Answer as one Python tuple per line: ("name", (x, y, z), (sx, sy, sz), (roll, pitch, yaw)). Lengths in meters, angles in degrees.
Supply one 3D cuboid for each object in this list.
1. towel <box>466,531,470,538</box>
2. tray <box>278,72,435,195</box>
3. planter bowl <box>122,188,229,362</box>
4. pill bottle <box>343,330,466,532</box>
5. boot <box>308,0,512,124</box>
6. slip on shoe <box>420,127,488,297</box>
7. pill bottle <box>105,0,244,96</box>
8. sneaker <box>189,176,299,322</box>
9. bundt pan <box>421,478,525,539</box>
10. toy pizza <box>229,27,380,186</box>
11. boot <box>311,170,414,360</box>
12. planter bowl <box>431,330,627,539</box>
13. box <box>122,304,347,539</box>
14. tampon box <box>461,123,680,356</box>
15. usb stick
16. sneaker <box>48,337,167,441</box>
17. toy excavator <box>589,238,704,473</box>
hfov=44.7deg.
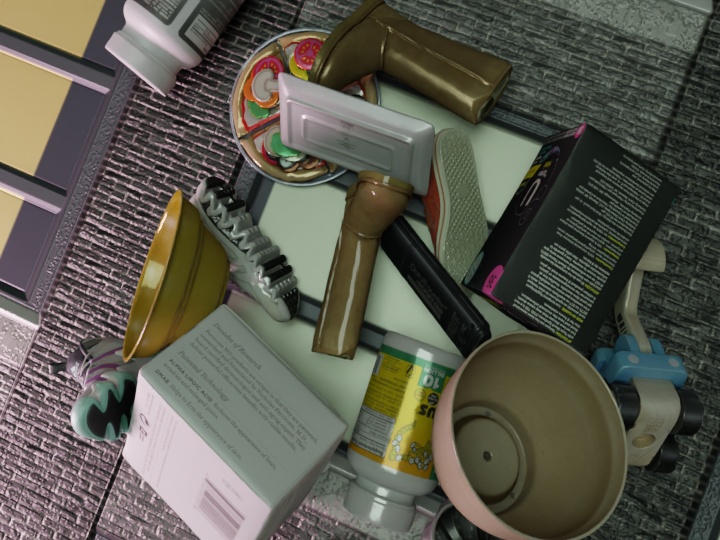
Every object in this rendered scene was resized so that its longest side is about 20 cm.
("towel", (0.068, 0.416, 0.980), (0.196, 0.032, 0.195), (-18, 81, -12))
("tray", (-0.011, -0.151, 1.007), (0.196, 0.109, 0.022), (22, 50, 15))
("planter bowl", (-0.202, 0.018, 1.004), (0.082, 0.200, 0.205), (19, 87, -19))
("pill bottle", (0.049, 0.182, 0.994), (0.110, 0.113, 0.204), (18, 86, 10))
("boot", (0.058, -0.230, 1.031), (0.197, 0.067, 0.176), (31, 64, 11))
("slip on shoe", (0.107, -0.064, 1.042), (0.073, 0.061, 0.206), (-9, 94, -28))
("pill bottle", (-0.222, -0.329, 1.091), (0.115, 0.116, 0.202), (37, 90, 11))
("sneaker", (-0.148, -0.015, 1.075), (0.081, 0.075, 0.202), (-39, 80, 22))
("bundt pan", (0.142, 0.330, 0.949), (0.197, 0.076, 0.207), (9, 66, -21))
("toy pizza", (-0.072, -0.208, 1.096), (0.195, 0.032, 0.206), (-1, 84, 9))
("boot", (0.000, 0.000, 1.000), (0.065, 0.175, 0.205), (14, 83, -8))
("planter bowl", (0.152, 0.180, 0.893), (0.195, 0.135, 0.205), (8, 65, -18))
("box", (-0.144, 0.188, 0.965), (0.199, 0.200, 0.130), (42, 50, 12))
("tampon box", (0.222, -0.033, 0.958), (0.125, 0.150, 0.203), (31, 89, -6))
("usb stick", (0.083, 0.016, 1.004), (0.032, 0.056, 0.201), (-11, 48, -31))
("sneaker", (-0.313, 0.130, 1.022), (0.137, 0.200, 0.080), (12, 103, 15))
("toy excavator", (0.298, 0.091, 0.969), (0.097, 0.197, 0.203), (5, 41, -10))
